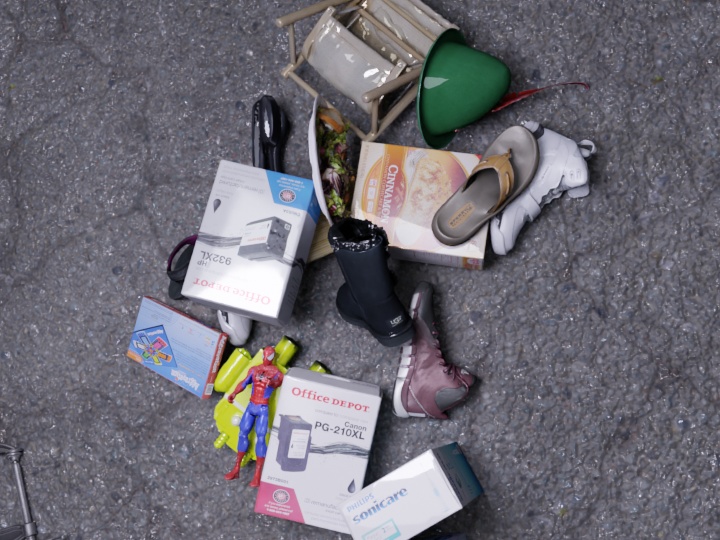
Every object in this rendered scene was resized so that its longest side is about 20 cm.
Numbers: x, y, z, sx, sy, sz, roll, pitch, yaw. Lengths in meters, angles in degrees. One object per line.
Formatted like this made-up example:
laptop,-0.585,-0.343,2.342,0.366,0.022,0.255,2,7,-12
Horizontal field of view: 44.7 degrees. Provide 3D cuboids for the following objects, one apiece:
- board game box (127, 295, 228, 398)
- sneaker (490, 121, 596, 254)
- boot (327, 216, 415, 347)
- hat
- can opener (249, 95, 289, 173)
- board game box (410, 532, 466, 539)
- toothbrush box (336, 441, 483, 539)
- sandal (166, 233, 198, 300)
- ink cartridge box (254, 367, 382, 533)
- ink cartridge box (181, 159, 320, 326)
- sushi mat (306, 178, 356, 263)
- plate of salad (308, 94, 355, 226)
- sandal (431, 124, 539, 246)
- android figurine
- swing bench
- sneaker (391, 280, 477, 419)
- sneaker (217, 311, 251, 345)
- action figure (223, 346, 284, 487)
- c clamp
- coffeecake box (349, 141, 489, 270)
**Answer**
board game box,-0.288,0.117,1.360,0.199,0.019,0.104,20,94,39
sneaker,0.261,-0.109,1.250,0.114,0.075,0.201,16,83,20
boot,0.000,0.000,1.226,0.076,0.200,0.169,-26,115,-14
hat,0.198,-0.253,1.227,0.175,0.166,0.201,14,61,28
can opener,-0.149,-0.175,1.388,0.063,0.079,0.201,2,95,24
board game box,0.033,0.399,1.173,0.198,0.200,0.041,-13,80,14
toothbrush box,0.073,0.305,1.175,0.146,0.200,0.086,-32,74,8
sandal,-0.263,-0.025,1.358,0.200,0.048,0.076,-44,44,40
ink cartridge box,-0.058,0.254,1.255,0.144,0.084,0.201,12,91,1
ink cartridge box,-0.150,-0.037,1.236,0.144,0.084,0.201,14,81,8
sushi mat,-0.061,-0.068,1.320,0.199,0.012,0.096,-24,71,-21
plate of salad,-0.035,-0.151,1.248,0.048,0.200,0.201,-7,80,8
sandal,0.173,-0.120,1.207,0.200,0.055,0.082,-44,73,-3
android figurine,-0.140,0.203,1.321,0.182,0.041,0.200,40,91,2
swing bench,0.012,-0.332,1.324,0.200,0.130,0.199,-40,71,-19
sneaker,0.116,0.121,1.266,0.115,0.076,0.201,10,93,11
sneaker,-0.152,0.014,1.342,0.114,0.075,0.201,0,80,17
action figure,-0.157,0.207,1.252,0.065,0.099,0.201,11,86,15
c clamp,-0.578,0.374,1.446,0.170,0.027,0.201,-26,77,16
coffeecake box,0.091,-0.094,1.278,0.199,0.073,0.154,8,78,8
